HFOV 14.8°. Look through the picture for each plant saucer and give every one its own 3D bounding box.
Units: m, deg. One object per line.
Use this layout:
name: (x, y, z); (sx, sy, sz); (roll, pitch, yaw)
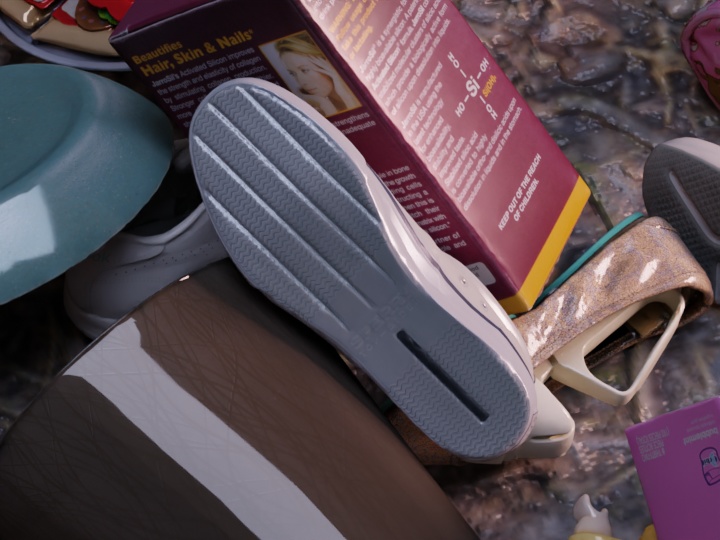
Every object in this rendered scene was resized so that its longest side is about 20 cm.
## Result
plant saucer: (-0.185, -0.043, 1.283); (0.200, 0.036, 0.200); (-16, 32, 10)

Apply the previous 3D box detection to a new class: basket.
basket: (-0.034, 0.117, 1.179); (0.180, 0.136, 0.200); (-38, 68, -25)

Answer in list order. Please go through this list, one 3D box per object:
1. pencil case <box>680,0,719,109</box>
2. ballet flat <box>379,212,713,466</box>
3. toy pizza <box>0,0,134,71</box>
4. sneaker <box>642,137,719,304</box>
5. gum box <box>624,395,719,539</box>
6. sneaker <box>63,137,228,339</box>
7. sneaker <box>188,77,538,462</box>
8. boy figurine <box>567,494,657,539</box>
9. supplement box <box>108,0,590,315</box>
pencil case: (0.250, -0.150, 1.413); (0.200, 0.086, 0.083); (-42, 97, -27)
ballet flat: (0.088, 0.045, 1.275); (0.200, 0.068, 0.067); (-37, 72, -23)
toy pizza: (-0.101, -0.181, 1.375); (0.200, 0.032, 0.201); (-10, 51, 12)
sneaker: (0.226, -0.006, 1.325); (0.200, 0.071, 0.080); (32, 44, 15)
gum box: (0.220, 0.096, 1.185); (0.200, 0.066, 0.114); (-11, 82, -35)
sneaker: (-0.055, -0.045, 1.316); (0.200, 0.089, 0.075); (-38, 63, -26)
sneaker: (0.000, 0.000, 1.199); (0.073, 0.071, 0.200); (-38, 93, 10)
boy figurine: (0.141, 0.142, 1.208); (0.124, 0.064, 0.200); (30, 55, 10)
supplement box: (-0.002, -0.070, 1.254); (0.110, 0.200, 0.086); (-15, 33, 41)
